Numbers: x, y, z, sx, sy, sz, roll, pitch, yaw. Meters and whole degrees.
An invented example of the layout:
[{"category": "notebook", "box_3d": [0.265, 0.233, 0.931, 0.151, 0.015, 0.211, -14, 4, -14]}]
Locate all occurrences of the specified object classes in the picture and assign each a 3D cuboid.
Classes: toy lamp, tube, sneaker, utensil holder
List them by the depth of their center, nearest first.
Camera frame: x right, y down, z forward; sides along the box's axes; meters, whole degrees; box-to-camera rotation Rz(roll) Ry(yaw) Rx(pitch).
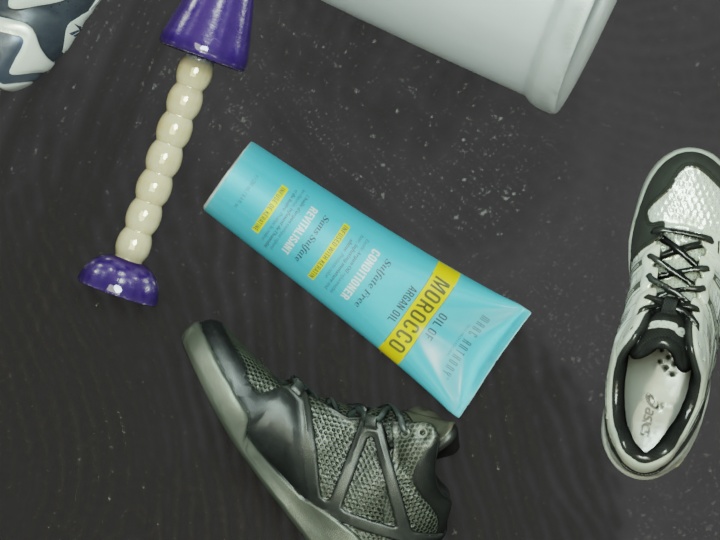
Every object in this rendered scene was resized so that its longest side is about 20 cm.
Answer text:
[{"category": "utensil holder", "box_3d": [0.058, -0.209, 1.669, 0.200, 0.170, 0.170, 25, 92, 6]}, {"category": "sneaker", "box_3d": [0.188, 0.026, 1.698, 0.075, 0.088, 0.201, 8, 89, 6]}, {"category": "sneaker", "box_3d": [-0.016, 0.091, 1.722, 0.114, 0.076, 0.200, -40, 90, 2]}, {"category": "sneaker", "box_3d": [-0.223, -0.221, 1.735, 0.129, 0.079, 0.199, -38, 87, 2]}, {"category": "tube", "box_3d": [0.000, 0.000, 1.737, 0.200, 0.050, 0.078, 35, 100, -1]}, {"category": "toy lamp", "box_3d": [-0.113, -0.080, 1.738, 0.058, 0.058, 0.201, 18, 93, 4]}]
